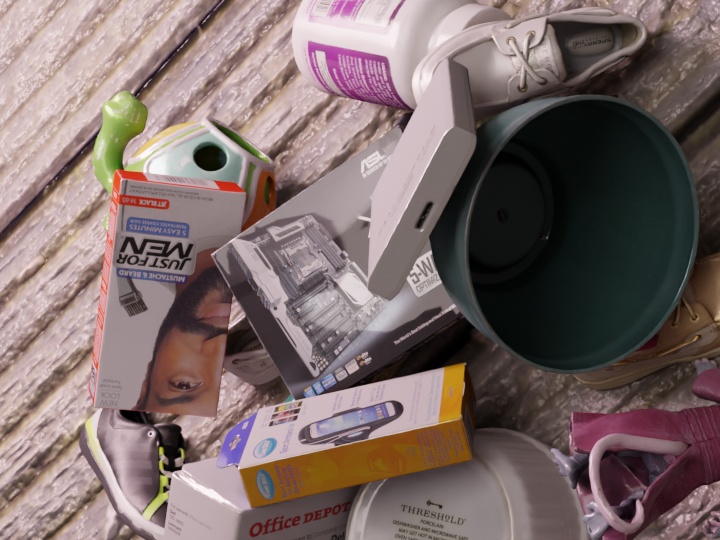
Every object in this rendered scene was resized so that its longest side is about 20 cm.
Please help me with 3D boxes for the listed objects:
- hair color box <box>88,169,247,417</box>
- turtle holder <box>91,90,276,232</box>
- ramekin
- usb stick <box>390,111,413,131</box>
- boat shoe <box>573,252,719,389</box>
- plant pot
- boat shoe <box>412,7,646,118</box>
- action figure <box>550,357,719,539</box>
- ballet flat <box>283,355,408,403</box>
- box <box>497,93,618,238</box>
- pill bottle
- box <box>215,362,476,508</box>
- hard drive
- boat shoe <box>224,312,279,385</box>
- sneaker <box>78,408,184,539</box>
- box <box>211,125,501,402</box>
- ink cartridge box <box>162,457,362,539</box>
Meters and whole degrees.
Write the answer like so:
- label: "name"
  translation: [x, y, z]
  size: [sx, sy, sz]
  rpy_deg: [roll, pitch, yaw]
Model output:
- label: "hair color box"
  translation: [-0.168, 0.020, 1.519]
  size: [0.064, 0.111, 0.200]
  rpy_deg: [-137, 53, -73]
- label: "turtle holder"
  translation: [-0.158, -0.077, 1.622]
  size: [0.132, 0.141, 0.186]
  rpy_deg: [-54, 52, 11]
- label: "ramekin"
  translation: [0.077, 0.218, 1.383]
  size: [0.202, 0.094, 0.203]
  rpy_deg: [-12, 69, 33]
- label: "usb stick"
  translation: [0.007, -0.055, 1.526]
  size: [0.055, 0.033, 0.200]
  rpy_deg: [29, 73, 29]
- label: "boat shoe"
  translation: [0.236, 0.034, 1.341]
  size: [0.200, 0.069, 0.074]
  rpy_deg: [-30, 59, 25]
- label: "plant pot"
  translation: [0.130, -0.035, 1.300]
  size: [0.134, 0.200, 0.201]
  rpy_deg: [20, 87, 60]
- label: "boat shoe"
  translation: [0.138, -0.172, 1.398]
  size: [0.069, 0.200, 0.071]
  rpy_deg: [3, 113, 68]
- label: "action figure"
  translation: [0.242, 0.119, 1.260]
  size: [0.200, 0.149, 0.134]
  rpy_deg: [-16, 72, -4]
- label: "ballet flat"
  translation: [-0.003, 0.095, 1.501]
  size: [0.200, 0.065, 0.071]
  rpy_deg: [-51, 58, 14]
- label: "box"
  translation: [0.124, -0.071, 1.439]
  size: [0.200, 0.075, 0.100]
  rpy_deg: [-13, 93, 31]
- label: "pill bottle"
  translation: [0.042, -0.195, 1.519]
  size: [0.200, 0.112, 0.112]
  rpy_deg: [18, 86, 47]
- label: "box"
  translation: [-0.010, 0.130, 1.365]
  size: [0.200, 0.119, 0.042]
  rpy_deg: [-15, 106, 10]
- label: "hard drive"
  translation: [0.043, -0.071, 1.279]
  size: [0.132, 0.026, 0.200]
  rpy_deg: [-62, 7, 18]
- label: "boat shoe"
  translation: [-0.052, 0.037, 1.553]
  size: [0.200, 0.069, 0.071]
  rpy_deg: [-36, 58, 23]
- label: "sneaker"
  translation: [-0.193, 0.178, 1.610]
  size: [0.083, 0.072, 0.200]
  rpy_deg: [-52, 52, 10]
- label: "box"
  translation: [0.000, 0.000, 1.433]
  size: [0.200, 0.050, 0.158]
  rpy_deg: [-33, 82, 18]
- label: "ink cartridge box"
  translation: [-0.087, 0.254, 1.421]
  size: [0.084, 0.145, 0.200]
  rpy_deg: [24, 111, 39]
